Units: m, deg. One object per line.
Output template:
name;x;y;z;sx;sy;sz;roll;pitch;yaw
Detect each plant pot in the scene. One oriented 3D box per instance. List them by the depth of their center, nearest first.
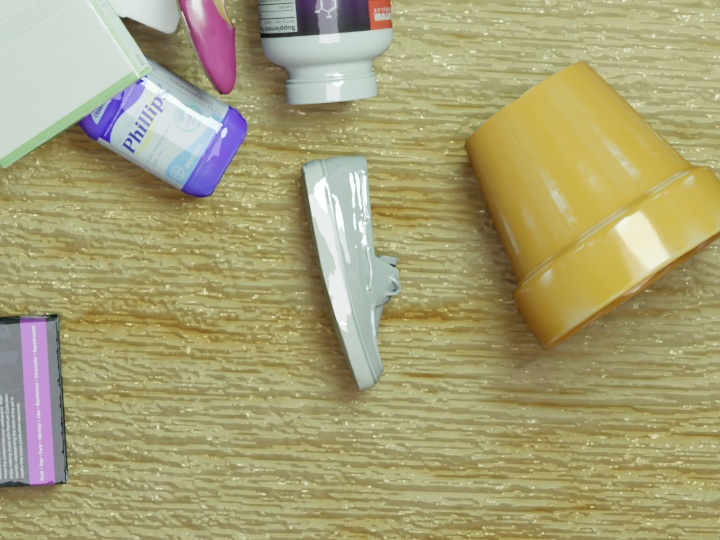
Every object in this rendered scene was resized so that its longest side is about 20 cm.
plant pot;0.187;-0.064;1.739;0.199;0.200;0.184;-33;83;-1

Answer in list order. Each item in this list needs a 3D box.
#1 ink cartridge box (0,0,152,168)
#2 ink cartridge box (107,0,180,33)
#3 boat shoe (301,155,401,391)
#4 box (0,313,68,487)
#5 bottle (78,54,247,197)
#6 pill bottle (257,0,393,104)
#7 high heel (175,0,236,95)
ink cartridge box;-0.282;-0.203;1.669;0.145;0.048;0.201;-31;98;16
ink cartridge box;-0.227;-0.283;1.716;0.199;0.068;0.116;22;95;-9
boat shoe;0.000;0.000;1.782;0.068;0.072;0.202;-13;90;-5
box;-0.352;0.114;1.770;0.198;0.036;0.144;-3;97;-7
bottle;-0.194;-0.141;1.738;0.199;0.065;0.084;31;98;-9
pill bottle;-0.032;-0.241;1.720;0.111;0.112;0.202;-6;98;-5
high heel;-0.104;-0.246;1.665;0.095;0.067;0.202;-14;97;4
